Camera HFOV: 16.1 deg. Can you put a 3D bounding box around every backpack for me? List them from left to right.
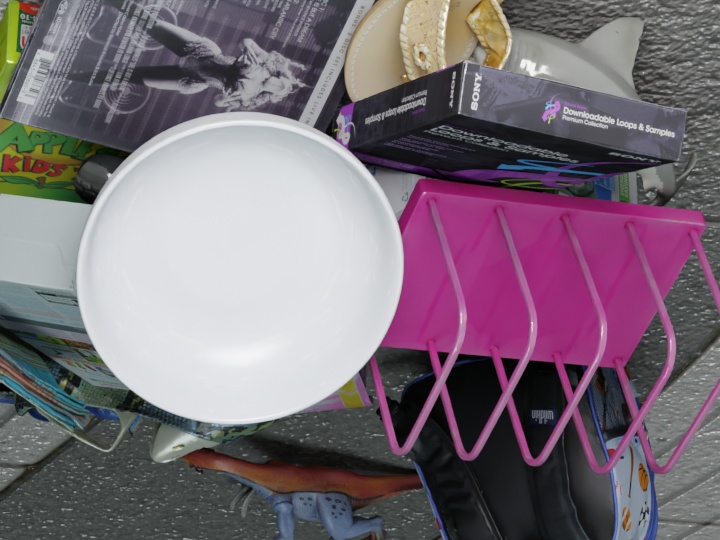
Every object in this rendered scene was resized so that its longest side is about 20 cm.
[{"bbox_3d":[0.136,0.155,1.935,0.199,0.192,0.154,-23,160,34],"label":"backpack"}]

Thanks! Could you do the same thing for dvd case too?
[{"bbox_3d":[-0.101,-0.131,1.537,0.199,0.016,0.149,14,120,-23],"label":"dvd case"}]

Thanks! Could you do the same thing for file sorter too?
[{"bbox_3d":[0.116,0.044,1.592,0.199,0.126,0.139,6,134,-21],"label":"file sorter"}]

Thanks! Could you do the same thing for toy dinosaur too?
[{"bbox_3d":[-0.056,0.174,2.117,0.200,0.105,0.182,-43,128,-1],"label":"toy dinosaur"}]

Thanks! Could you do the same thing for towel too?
[{"bbox_3d":[-0.268,0.028,1.715,0.022,0.200,0.147,-50,124,0],"label":"towel"}]

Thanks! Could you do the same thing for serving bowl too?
[{"bbox_3d":[-0.075,-0.009,1.552,0.198,0.066,0.202,-3,114,-7],"label":"serving bowl"}]

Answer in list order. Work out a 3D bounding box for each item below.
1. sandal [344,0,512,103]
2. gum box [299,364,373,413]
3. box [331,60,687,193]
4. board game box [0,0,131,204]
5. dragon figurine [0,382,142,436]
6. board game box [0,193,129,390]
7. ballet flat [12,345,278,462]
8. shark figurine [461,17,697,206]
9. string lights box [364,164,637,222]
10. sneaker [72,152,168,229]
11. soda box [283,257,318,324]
[{"bbox_3d":[0.058,-0.139,1.493,0.077,0.070,0.212,15,135,-29],"label":"sandal"},{"bbox_3d":[-0.061,0.038,1.845,0.113,0.067,0.200,-4,151,9],"label":"gum box"},{"bbox_3d":[0.083,-0.080,1.495,0.142,0.036,0.200,10,171,-20],"label":"box"},{"bbox_3d":[-0.200,-0.091,1.635,0.101,0.048,0.200,10,149,-17],"label":"board game box"},{"bbox_3d":[-0.214,0.088,1.907,0.199,0.059,0.099,0,170,36],"label":"dragon figurine"},{"bbox_3d":[-0.171,0.021,1.672,0.147,0.065,0.200,9,159,37],"label":"board game box"},{"bbox_3d":[-0.159,0.103,1.842,0.199,0.075,0.074,15,152,8],"label":"ballet flat"},{"bbox_3d":[0.162,-0.108,1.587,0.214,0.090,0.128,35,166,-29],"label":"shark figurine"},{"bbox_3d":[0.092,-0.045,1.667,0.199,0.103,0.059,21,146,-34],"label":"string lights box"},{"bbox_3d":[-0.106,-0.063,1.640,0.075,0.088,0.200,20,180,35],"label":"sneaker"},{"bbox_3d":[0.000,0.000,1.696,0.063,0.069,0.199,11,-176,34],"label":"soda box"}]
